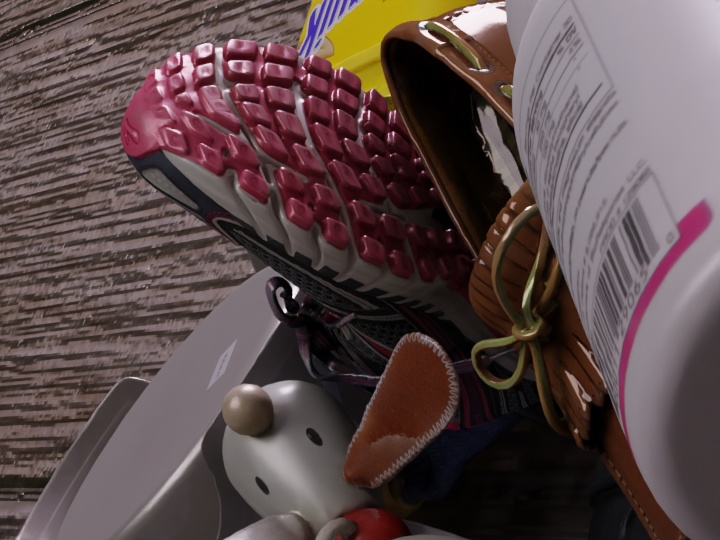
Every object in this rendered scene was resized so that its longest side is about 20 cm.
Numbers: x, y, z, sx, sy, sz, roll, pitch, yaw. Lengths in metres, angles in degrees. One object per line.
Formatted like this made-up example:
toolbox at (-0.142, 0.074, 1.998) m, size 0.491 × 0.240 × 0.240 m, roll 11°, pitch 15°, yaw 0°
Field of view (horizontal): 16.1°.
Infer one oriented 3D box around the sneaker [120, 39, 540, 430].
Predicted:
sneaker at (0.000, 0.000, 0.797) m, size 0.074 × 0.200 × 0.081 m, roll -35°, pitch 45°, yaw 26°

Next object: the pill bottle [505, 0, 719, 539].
pill bottle at (0.100, -0.026, 0.626) m, size 0.114 × 0.113 × 0.200 m, roll -52°, pitch 27°, yaw 22°

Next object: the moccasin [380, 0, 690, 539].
moccasin at (0.059, -0.002, 0.730) m, size 0.074 × 0.077 × 0.202 m, roll 117°, pitch 141°, yaw -47°

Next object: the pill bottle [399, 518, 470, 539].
pill bottle at (0.000, 0.187, 0.806) m, size 0.115 × 0.115 × 0.201 m, roll -10°, pitch 57°, yaw 60°

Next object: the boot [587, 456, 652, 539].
boot at (0.102, 0.138, 0.715) m, size 0.165 × 0.065 × 0.201 m, roll -32°, pitch 36°, yaw 59°

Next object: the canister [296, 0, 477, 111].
canister at (0.039, -0.126, 1.080) m, size 0.148 × 0.086 × 0.201 m, roll -22°, pitch 45°, yaw 54°

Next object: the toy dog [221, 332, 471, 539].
toy dog at (0.001, 0.084, 0.723) m, size 0.199 × 0.096 × 0.132 m, roll 14°, pitch 64°, yaw 45°

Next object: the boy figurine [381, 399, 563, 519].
boy figurine at (0.007, 0.079, 0.962) m, size 0.200 × 0.064 × 0.125 m, roll -44°, pitch 28°, yaw 37°

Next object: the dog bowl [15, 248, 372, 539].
dog bowl at (-0.052, 0.066, 0.922) m, size 0.200 × 0.059 × 0.200 m, roll -49°, pitch 14°, yaw 16°

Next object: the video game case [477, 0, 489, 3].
video game case at (0.068, -0.163, 0.826) m, size 0.201 × 0.022 × 0.183 m, roll -111°, pitch 29°, yaw -43°
